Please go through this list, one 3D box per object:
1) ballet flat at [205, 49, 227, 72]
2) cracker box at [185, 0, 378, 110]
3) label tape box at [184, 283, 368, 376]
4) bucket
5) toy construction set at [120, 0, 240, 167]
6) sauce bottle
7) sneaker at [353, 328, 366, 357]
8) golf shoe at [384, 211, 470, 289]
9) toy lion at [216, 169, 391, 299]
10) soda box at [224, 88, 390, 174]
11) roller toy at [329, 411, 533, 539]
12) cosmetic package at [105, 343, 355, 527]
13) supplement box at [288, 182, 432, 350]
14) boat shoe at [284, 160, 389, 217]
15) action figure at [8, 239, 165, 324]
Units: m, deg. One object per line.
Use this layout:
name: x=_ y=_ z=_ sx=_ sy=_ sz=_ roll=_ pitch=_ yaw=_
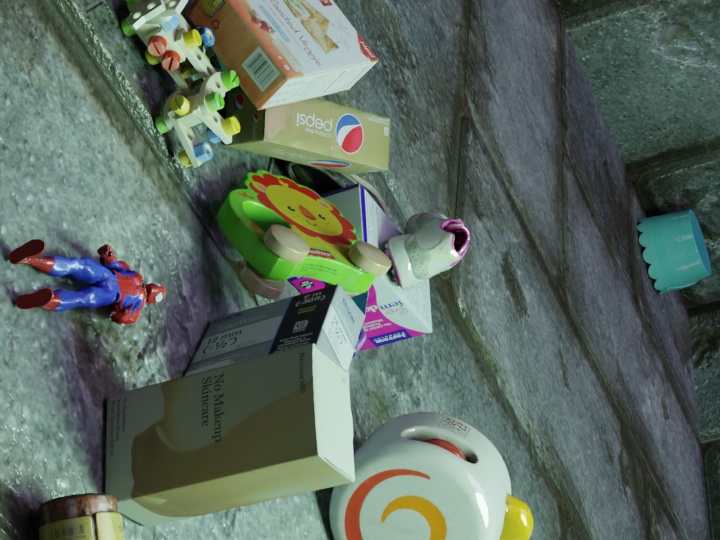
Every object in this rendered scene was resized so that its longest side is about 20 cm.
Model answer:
ballet flat: x=-0.112 y=-0.234 z=1.765 sx=0.200 sy=0.074 sz=0.074 roll=-13 pitch=87 yaw=-61
cracker box: x=-0.081 y=-0.253 z=1.679 sx=0.134 sy=0.058 sz=0.200 roll=53 pitch=30 yaw=8
label tape box: x=-0.080 y=0.071 z=1.501 sx=0.200 sy=0.143 sz=0.066 roll=-73 pitch=142 yaw=-56
bucket: x=0.793 y=-0.051 z=3.908 sx=0.207 sy=0.135 sz=0.207 roll=-16 pitch=90 yaw=-70
toy construction set: x=-0.186 y=-0.212 z=1.536 sx=0.131 sy=0.092 sz=0.200 roll=-85 pitch=162 yaw=-44
sauce bottle: x=-0.200 y=0.268 z=1.153 sx=0.066 sy=0.066 sz=0.200 roll=29 pitch=50 yaw=-63
sneaker: x=-0.050 y=0.084 z=1.653 sx=0.200 sy=0.088 sz=0.081 roll=-35 pitch=109 yaw=-68
golf shoe: x=0.094 y=-0.031 z=1.823 sx=0.075 sy=0.091 sz=0.200 roll=68 pitch=19 yaw=-10
toy lion: x=-0.074 y=-0.044 z=1.645 sx=0.200 sy=0.069 sz=0.192 roll=9 pitch=31 yaw=-48
soda box: x=-0.057 y=-0.156 z=1.740 sx=0.200 sy=0.068 sz=0.064 roll=9 pitch=81 yaw=-46
roller toy: x=0.070 y=0.252 z=1.693 sx=0.183 sy=0.200 sz=0.140 roll=65 pitch=20 yaw=-7
cosmetic package: x=-0.110 y=0.139 z=1.288 sx=0.071 sy=0.200 sz=0.105 roll=44 pitch=35 yaw=-54
supplement box: x=0.000 y=0.000 z=1.829 sx=0.200 sy=0.101 sz=0.103 roll=46 pitch=34 yaw=-52
boat shoe: x=-0.035 y=-0.091 z=1.864 sx=0.201 sy=0.072 sz=0.066 roll=48 pitch=37 yaw=-40
action figure: x=-0.221 y=0.013 z=1.320 sx=0.200 sy=0.052 sz=0.065 roll=15 pitch=57 yaw=-70
